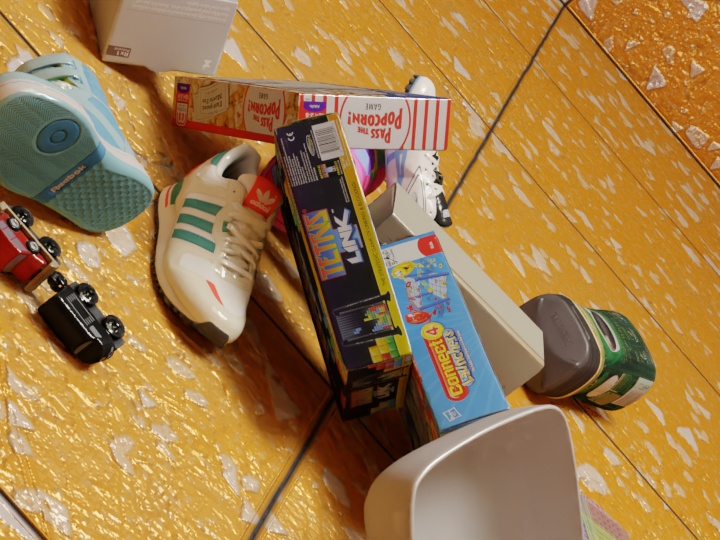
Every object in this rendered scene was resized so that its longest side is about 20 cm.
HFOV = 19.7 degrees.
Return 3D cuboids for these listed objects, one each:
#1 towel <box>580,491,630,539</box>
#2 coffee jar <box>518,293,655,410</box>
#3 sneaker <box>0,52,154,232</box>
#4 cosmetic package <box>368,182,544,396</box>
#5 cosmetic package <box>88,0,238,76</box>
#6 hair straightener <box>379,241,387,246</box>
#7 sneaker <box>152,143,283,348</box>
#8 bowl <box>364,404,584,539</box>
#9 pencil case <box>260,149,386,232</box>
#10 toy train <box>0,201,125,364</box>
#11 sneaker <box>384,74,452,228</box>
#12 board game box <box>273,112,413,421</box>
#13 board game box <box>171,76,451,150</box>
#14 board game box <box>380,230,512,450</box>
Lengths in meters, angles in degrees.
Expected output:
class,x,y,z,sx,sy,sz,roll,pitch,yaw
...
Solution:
class,x,y,z,sx,sy,sz,roll,pitch,yaw
towel,0.194,0.242,1.868,0.200,0.023,0.144,38,23,-30
coffee jar,0.225,0.085,2.132,0.200,0.085,0.104,17,41,-60
sneaker,-0.230,-0.114,1.469,0.131,0.079,0.200,60,4,27
cosmetic package,0.061,0.032,1.833,0.200,0.104,0.073,44,21,-17
cosmetic package,-0.182,-0.264,1.811,0.107,0.090,0.200,5,37,-24
hair straightener,0.000,0.000,1.732,0.041,0.077,0.200,-12,92,-33
sneaker,-0.103,-0.028,1.585,0.070,0.093,0.200,40,21,-29
bowl,0.074,0.203,1.451,0.200,0.075,0.200,-21,107,-50
pencil case,-0.031,-0.087,1.871,0.088,0.088,0.200,50,17,-2
toy train,-0.231,-0.018,1.373,0.200,0.034,0.046,51,30,-2
sneaker,0.054,-0.079,1.909,0.072,0.072,0.200,-14,111,-77
board game box,-0.016,0.001,1.606,0.165,0.057,0.200,97,-23,-72
board game box,-0.044,-0.133,1.736,0.151,0.046,0.200,-1,9,-34
board game box,0.070,0.109,1.632,0.200,0.056,0.196,80,-7,-46
